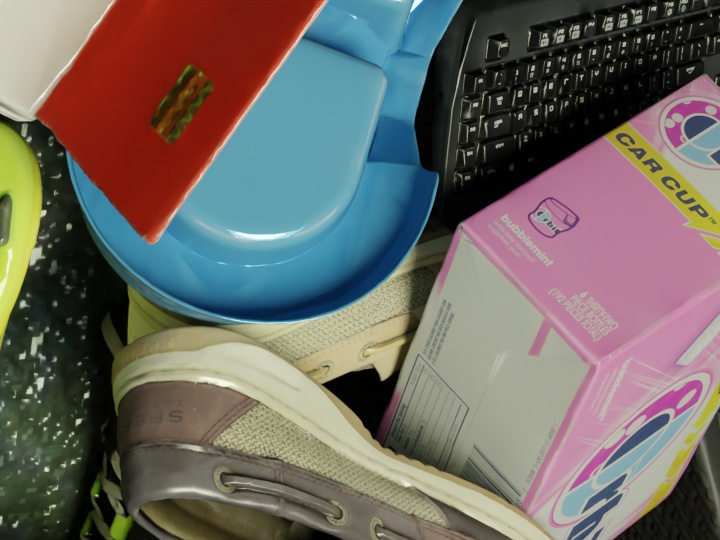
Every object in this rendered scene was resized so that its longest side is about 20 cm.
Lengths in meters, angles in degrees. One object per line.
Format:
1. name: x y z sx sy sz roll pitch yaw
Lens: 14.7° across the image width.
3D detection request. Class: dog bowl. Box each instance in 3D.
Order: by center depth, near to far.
1. dog bowl: -0.024 -0.074 0.840 0.111 0.050 0.201 19 72 -9

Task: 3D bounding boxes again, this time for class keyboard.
1. keyboard: 0.100 -0.077 0.930 0.199 0.039 0.105 -19 116 -46

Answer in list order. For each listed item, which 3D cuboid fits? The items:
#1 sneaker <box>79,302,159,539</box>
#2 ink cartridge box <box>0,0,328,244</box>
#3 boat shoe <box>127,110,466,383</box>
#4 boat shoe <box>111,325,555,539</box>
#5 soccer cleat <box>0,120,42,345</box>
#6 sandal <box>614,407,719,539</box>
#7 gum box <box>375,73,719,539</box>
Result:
1. sneaker: -0.073 0.108 0.957 0.082 0.072 0.201 -17 118 -6
2. ink cartridge box: -0.050 -0.129 0.774 0.043 0.174 0.200 31 98 -37
3. boat shoe: 0.000 0.000 0.926 0.199 0.072 0.065 -22 136 -43
4. boat shoe: -0.003 0.090 0.866 0.072 0.065 0.200 -19 137 38
5. soccer cleat: -0.146 0.040 0.890 0.084 0.064 0.201 -32 143 -72
6. sandal: 0.121 0.045 1.038 0.045 0.075 0.201 -27 125 -28
7. gum box: 0.071 0.039 0.944 0.113 0.066 0.200 -31 157 -32
